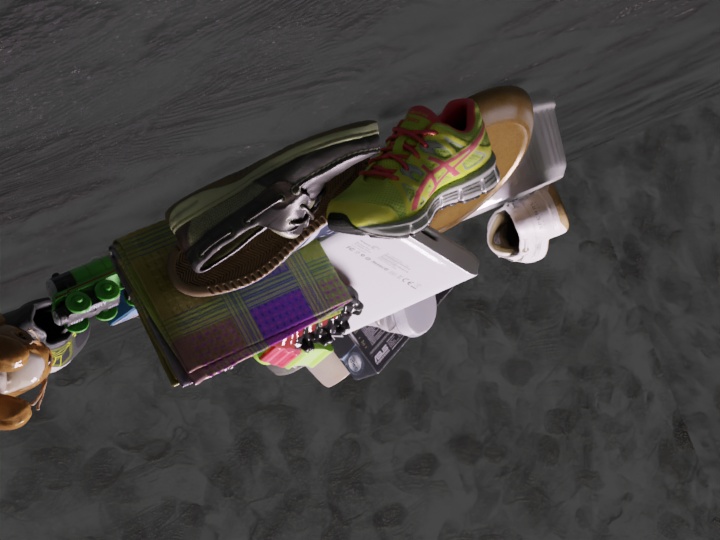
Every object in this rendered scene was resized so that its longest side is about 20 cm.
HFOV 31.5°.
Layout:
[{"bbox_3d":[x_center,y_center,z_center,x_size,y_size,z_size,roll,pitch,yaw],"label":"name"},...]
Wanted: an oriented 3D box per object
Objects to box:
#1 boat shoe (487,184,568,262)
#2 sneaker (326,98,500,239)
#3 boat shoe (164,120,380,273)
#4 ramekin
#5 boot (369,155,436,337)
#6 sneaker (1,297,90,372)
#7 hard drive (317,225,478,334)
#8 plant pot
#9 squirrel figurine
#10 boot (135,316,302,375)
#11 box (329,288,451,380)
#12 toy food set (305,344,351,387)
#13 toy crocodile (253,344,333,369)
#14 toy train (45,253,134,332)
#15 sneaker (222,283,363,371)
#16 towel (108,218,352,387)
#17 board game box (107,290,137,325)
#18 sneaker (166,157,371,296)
[{"bbox_3d":[0.169,-0.045,1.403,0.069,0.071,0.200,-21,170,-8],"label":"boat shoe"},{"bbox_3d":[0.039,-0.089,1.065,0.078,0.091,0.199,12,-150,38],"label":"sneaker"},{"bbox_3d":[-0.064,-0.057,1.017,0.200,0.067,0.072,-23,178,23],"label":"boat shoe"},{"bbox_3d":[0.134,-0.116,1.405,0.201,0.095,0.202,-22,179,-1],"label":"ramekin"},{"bbox_3d":[0.018,-0.030,1.335,0.095,0.202,0.073,6,-162,43],"label":"boot"},{"bbox_3d":[-0.334,0.068,1.381,0.084,0.075,0.200,-23,179,17],"label":"sneaker"},{"bbox_3d":[0.000,0.000,1.248,0.131,0.027,0.199,30,143,-29],"label":"hard drive"},{"bbox_3d":[0.092,-0.093,1.222,0.199,0.028,0.201,-31,157,-15],"label":"plant pot"},{"bbox_3d":[-0.393,0.101,1.202,0.198,0.143,0.187,-8,-166,18],"label":"squirrel figurine"},{"bbox_3d":[-0.155,0.057,1.535,0.181,0.073,0.200,-21,136,25],"label":"boot"},{"bbox_3d":[0.015,-0.001,1.442,0.043,0.161,0.200,-23,-162,49],"label":"box"},{"bbox_3d":[-0.030,0.017,1.470,0.060,0.144,0.200,-24,-157,50],"label":"toy food set"},{"bbox_3d":[-0.111,0.064,1.338,0.067,0.062,0.199,-36,136,28],"label":"toy crocodile"},{"bbox_3d":[-0.193,-0.004,1.148,0.199,0.057,0.042,-24,153,-31],"label":"toy train"},{"bbox_3d":[-0.094,0.033,1.213,0.199,0.098,0.071,-12,137,-30],"label":"sneaker"},{"bbox_3d":[-0.115,0.008,1.133,0.199,0.144,0.023,-25,169,-37],"label":"towel"},{"bbox_3d":[-0.161,-0.016,1.324,0.199,0.056,0.196,-22,178,-25],"label":"board game box"},{"bbox_3d":[-0.079,-0.038,1.129,0.199,0.070,0.108,-33,180,-7],"label":"sneaker"}]
